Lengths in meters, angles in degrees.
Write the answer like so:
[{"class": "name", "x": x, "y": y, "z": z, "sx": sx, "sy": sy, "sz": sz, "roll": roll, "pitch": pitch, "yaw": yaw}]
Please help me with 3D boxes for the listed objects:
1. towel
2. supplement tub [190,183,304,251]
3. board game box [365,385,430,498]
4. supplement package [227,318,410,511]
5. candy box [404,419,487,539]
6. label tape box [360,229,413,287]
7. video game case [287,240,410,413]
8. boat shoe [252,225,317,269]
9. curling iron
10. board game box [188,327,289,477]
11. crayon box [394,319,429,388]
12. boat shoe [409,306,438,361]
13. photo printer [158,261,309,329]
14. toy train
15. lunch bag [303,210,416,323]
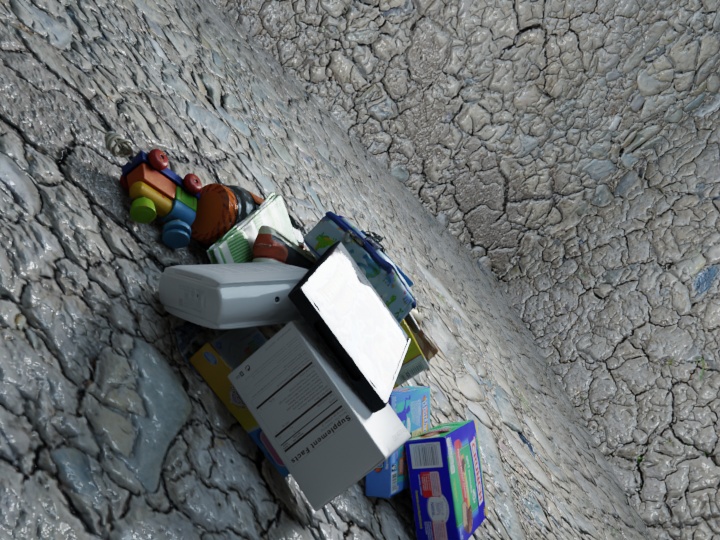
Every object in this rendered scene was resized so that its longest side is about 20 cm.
[{"class": "towel", "x": -0.160, "y": -0.018, "z": 1.173, "sx": 0.200, "sy": 0.023, "sz": 0.154, "roll": -52, "pitch": 131, "yaw": -50}, {"class": "supplement tub", "x": -0.195, "y": -0.068, "z": 1.257, "sx": 0.199, "sy": 0.122, "sz": 0.123, "roll": 28, "pitch": 26, "yaw": -54}, {"class": "board game box", "x": 0.064, "y": 0.270, "z": 1.196, "sx": 0.200, "sy": 0.044, "sz": 0.155, "roll": 13, "pitch": 76, "yaw": -66}, {"class": "supplement package", "x": -0.050, "y": 0.175, "z": 0.942, "sx": 0.201, "sy": 0.119, "sz": 0.121, "roll": 54, "pitch": 15, "yaw": 11}, {"class": "candy box", "x": 0.146, "y": 0.346, "z": 1.213, "sx": 0.200, "sy": 0.076, "sz": 0.172, "roll": 8, "pitch": 74, "yaw": -69}, {"class": "label tape box", "x": -0.020, "y": 0.049, "z": 1.328, "sx": 0.143, "sy": 0.200, "sz": 0.066, "roll": 45, "pitch": 12, "yaw": -13}, {"class": "video game case", "x": -0.007, "y": 0.066, "z": 0.976, "sx": 0.182, "sy": 0.025, "sz": 0.200, "roll": 55, "pitch": 21, "yaw": -8}, {"class": "boat shoe", "x": -0.102, "y": -0.013, "z": 1.190, "sx": 0.199, "sy": 0.070, "sz": 0.064, "roll": 27, "pitch": 62, "yaw": -53}, {"class": "curling iron", "x": 0.052, "y": 0.022, "z": 1.295, "sx": 0.025, "sy": 0.049, "sz": 0.202, "roll": -29, "pitch": 93, "yaw": -47}, {"class": "board game box", "x": -0.133, "y": 0.169, "z": 1.026, "sx": 0.201, "sy": 0.040, "sz": 0.153, "roll": 51, "pitch": 15, "yaw": 1}, {"class": "crayon box", "x": 0.042, "y": 0.149, "z": 1.313, "sx": 0.051, "sy": 0.126, "sz": 0.200, "roll": 59, "pitch": -1, "yaw": 32}, {"class": "boat shoe", "x": 0.097, "y": 0.105, "z": 1.553, "sx": 0.202, "sy": 0.071, "sz": 0.076, "roll": 61, "pitch": -4, "yaw": -6}, {"class": "photo printer", "x": -0.149, "y": 0.030, "z": 1.007, "sx": 0.198, "sy": 0.071, "sz": 0.165, "roll": -3, "pitch": 10, "yaw": -43}, {"class": "toy train", "x": -0.329, "y": -0.122, "z": 1.104, "sx": 0.199, "sy": 0.084, "sz": 0.117, "roll": 36, "pitch": 33, "yaw": -42}, {"class": "lunch bag", "x": 0.000, "y": 0.000, "z": 1.180, "sx": 0.161, "sy": 0.082, "sz": 0.200, "roll": 42, "pitch": -5, "yaw": 35}]
